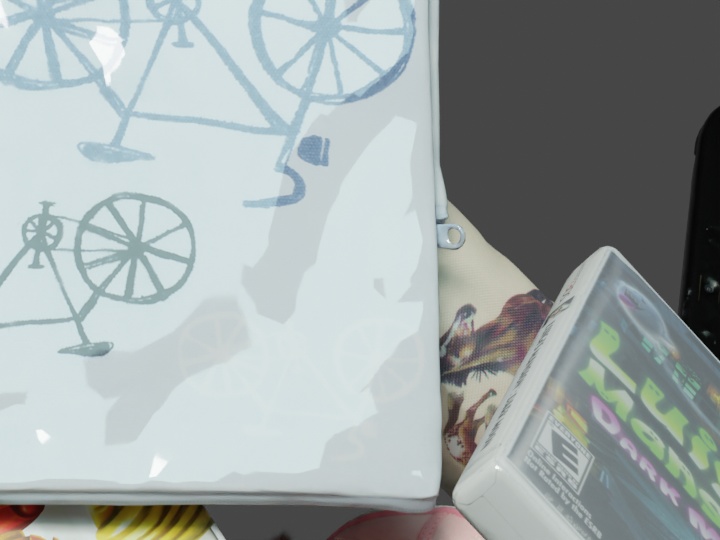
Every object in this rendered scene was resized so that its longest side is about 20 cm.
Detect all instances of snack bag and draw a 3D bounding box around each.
[{"bbox_3d":[-0.062,-0.020,0.836,0.188,0.021,0.201,0,75,-10],"label":"snack bag"}]

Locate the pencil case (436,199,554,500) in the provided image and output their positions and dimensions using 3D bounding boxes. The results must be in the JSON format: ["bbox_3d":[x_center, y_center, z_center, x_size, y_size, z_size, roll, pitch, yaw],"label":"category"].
[{"bbox_3d":[0.000,0.000,0.901,0.200,0.089,0.078,42,75,1],"label":"pencil case"}]

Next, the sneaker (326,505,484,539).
[{"bbox_3d":[0.048,0.126,0.805,0.200,0.075,0.105,30,8,30],"label":"sneaker"}]

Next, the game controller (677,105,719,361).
[{"bbox_3d":[0.162,0.022,0.964,0.104,0.042,0.200,9,51,2],"label":"game controller"}]

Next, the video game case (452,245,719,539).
[{"bbox_3d":[0.118,0.097,0.800,0.200,0.023,0.182,47,23,-4],"label":"video game case"}]

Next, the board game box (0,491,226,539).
[{"bbox_3d":[-0.143,0.100,0.806,0.200,0.035,0.126,-27,70,-24],"label":"board game box"}]
